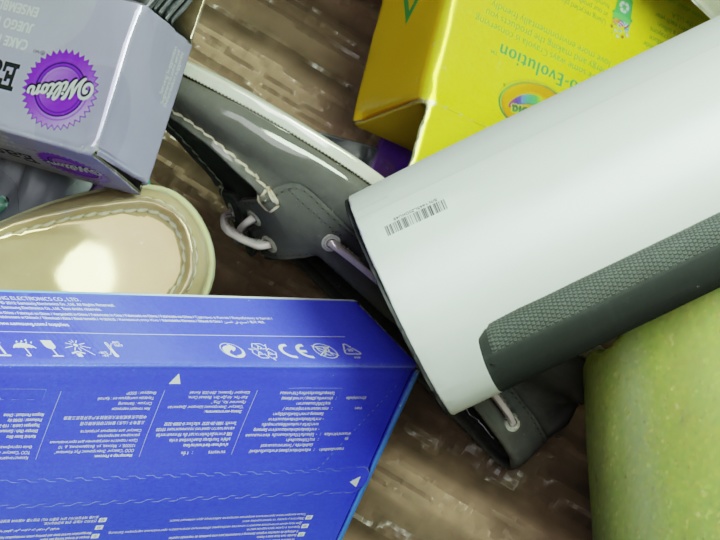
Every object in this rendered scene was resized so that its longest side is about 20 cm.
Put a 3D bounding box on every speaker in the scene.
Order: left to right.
[{"bbox_3d":[0.100,-0.032,0.744,0.200,0.081,0.081,-26,80,3],"label":"speaker"}]

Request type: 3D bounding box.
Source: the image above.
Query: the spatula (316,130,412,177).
[{"bbox_3d":[-0.032,-0.052,0.868,0.200,0.021,0.057,21,80,2],"label":"spatula"}]

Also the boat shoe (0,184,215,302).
[{"bbox_3d":[-0.137,0.028,0.742,0.200,0.065,0.072,-24,83,-10],"label":"boat shoe"}]

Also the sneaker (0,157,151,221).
[{"bbox_3d":[-0.117,-0.018,0.818,0.087,0.074,0.201,-4,78,-15],"label":"sneaker"}]

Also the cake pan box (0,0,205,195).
[{"bbox_3d":[-0.130,-0.136,0.780,0.200,0.052,0.185,16,85,20],"label":"cake pan box"}]

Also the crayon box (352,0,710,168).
[{"bbox_3d":[0.074,-0.096,0.851,0.127,0.051,0.200,24,71,-28],"label":"crayon box"}]

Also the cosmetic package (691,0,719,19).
[{"bbox_3d":[0.186,-0.170,0.844,0.103,0.087,0.200,41,51,-11],"label":"cosmetic package"}]

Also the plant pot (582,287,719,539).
[{"bbox_3d":[0.153,0.103,0.777,0.200,0.200,0.185,-6,66,-8],"label":"plant pot"}]

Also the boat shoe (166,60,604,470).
[{"bbox_3d":[0.000,0.000,0.816,0.200,0.067,0.057,35,85,-18],"label":"boat shoe"}]

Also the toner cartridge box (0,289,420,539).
[{"bbox_3d":[-0.082,0.057,0.736,0.200,0.095,0.043,3,32,-41],"label":"toner cartridge box"}]
